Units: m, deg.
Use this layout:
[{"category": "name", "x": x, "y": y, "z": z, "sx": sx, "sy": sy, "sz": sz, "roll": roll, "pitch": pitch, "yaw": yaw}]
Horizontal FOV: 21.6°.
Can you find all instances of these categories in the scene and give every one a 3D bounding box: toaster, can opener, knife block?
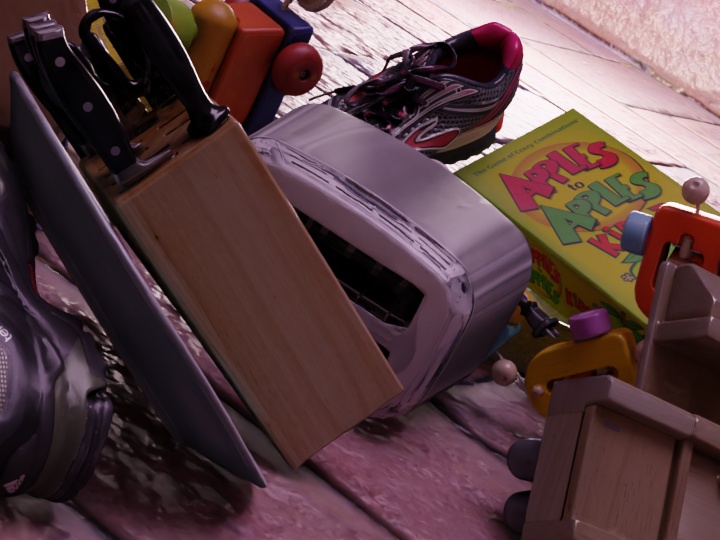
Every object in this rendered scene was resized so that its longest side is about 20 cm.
[{"category": "toaster", "x": 0.000, "y": 0.000, "z": 0.977, "sx": 0.200, "sy": 0.114, "sz": 0.129, "roll": 34, "pitch": 20, "yaw": 11}, {"category": "can opener", "x": 0.143, "y": 0.106, "z": 0.974, "sx": 0.066, "sy": 0.053, "sz": 0.200, "roll": 2, "pitch": -2, "yaw": 38}, {"category": "knife block", "x": -0.069, "y": -0.027, "z": 0.802, "sx": 0.200, "sy": 0.064, "sz": 0.176, "roll": 53, "pitch": -7, "yaw": 18}]

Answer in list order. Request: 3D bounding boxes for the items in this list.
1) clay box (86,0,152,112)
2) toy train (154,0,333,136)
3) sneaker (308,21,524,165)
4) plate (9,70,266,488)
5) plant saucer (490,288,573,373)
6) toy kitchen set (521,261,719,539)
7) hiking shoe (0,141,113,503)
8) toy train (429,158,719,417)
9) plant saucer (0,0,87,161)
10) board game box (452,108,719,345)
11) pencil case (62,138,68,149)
[{"category": "clay box", "x": -0.148, "y": -0.138, "z": 1.030, "sx": 0.115, "sy": 0.048, "sz": 0.200, "roll": 87, "pitch": -18, "yaw": -64}, {"category": "toy train", "x": -0.084, "y": -0.144, "z": 1.119, "sx": 0.116, "sy": 0.200, "sz": 0.085, "roll": 6, "pitch": 27, "yaw": -45}, {"category": "sneaker", "x": 0.017, "y": -0.094, "z": 1.122, "sx": 0.081, "sy": 0.075, "sz": 0.200, "roll": 44, "pitch": 50, "yaw": 16}, {"category": "plate", "x": -0.100, "y": 0.009, "z": 0.779, "sx": 0.200, "sy": 0.026, "sz": 0.200, "roll": 58, "pitch": -6, "yaw": 10}, {"category": "plant saucer", "x": 0.073, "y": 0.006, "z": 1.202, "sx": 0.199, "sy": 0.048, "sz": 0.200, "roll": 24, "pitch": 16, "yaw": -19}, {"category": "toy kitchen set", "x": 0.216, "y": 0.076, "z": 0.875, "sx": 0.200, "sy": 0.164, "sz": 0.180, "roll": 24, "pitch": -21, "yaw": -29}, {"category": "hiking shoe", "x": -0.171, "y": 0.000, "z": 0.695, "sx": 0.101, "sy": 0.076, "sz": 0.200, "roll": 2, "pitch": 44, "yaw": -48}, {"category": "toy train", "x": 0.114, "y": 0.007, "z": 1.042, "sx": 0.200, "sy": 0.151, "sz": 0.056, "roll": 13, "pitch": 13, "yaw": 20}, {"category": "plant saucer", "x": -0.182, "y": -0.136, "z": 0.835, "sx": 0.200, "sy": 0.029, "sz": 0.200, "roll": 43, "pitch": 37, "yaw": -44}, {"category": "board game box", "x": 0.156, "y": -0.013, "z": 1.133, "sx": 0.101, "sy": 0.048, "sz": 0.200, "roll": -29, "pitch": 49, "yaw": -24}, {"category": "pencil case", "x": -0.200, "y": -0.109, "z": 1.000, "sx": 0.078, "sy": 0.089, "sz": 0.200, "roll": 38, "pitch": 10, "yaw": -26}]
